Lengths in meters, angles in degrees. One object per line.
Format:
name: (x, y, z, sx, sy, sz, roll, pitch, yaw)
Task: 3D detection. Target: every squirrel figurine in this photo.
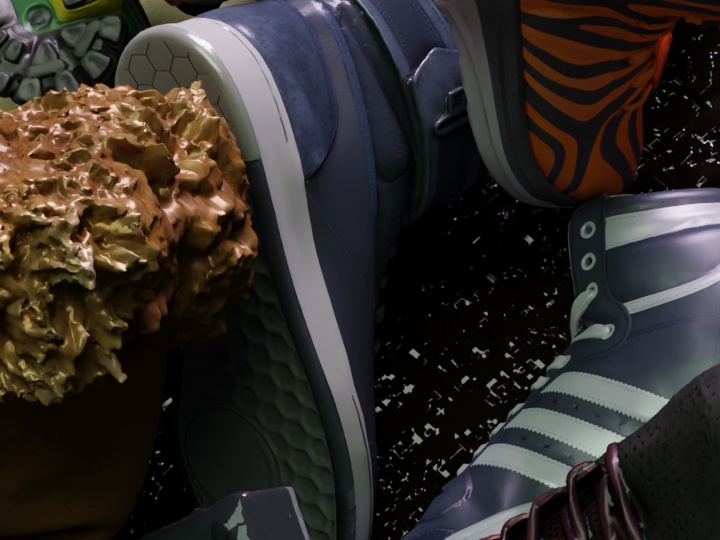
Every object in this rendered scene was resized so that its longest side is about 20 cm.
squirrel figurine: (-0.136, 0.003, 0.793, 0.200, 0.187, 0.142, -31, 62, 34)

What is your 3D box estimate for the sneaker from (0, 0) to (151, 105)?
sneaker: (-0.142, -0.122, 1.002, 0.078, 0.085, 0.200, -36, 69, 2)

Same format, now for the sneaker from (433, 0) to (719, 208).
sneaker: (0.089, -0.078, 0.855, 0.112, 0.200, 0.078, 1, 65, 18)

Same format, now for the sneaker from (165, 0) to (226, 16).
sneaker: (-0.059, -0.125, 0.959, 0.079, 0.095, 0.200, -24, 31, -5)

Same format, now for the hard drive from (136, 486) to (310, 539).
hard drive: (-0.046, 0.179, 0.805, 0.139, 0.033, 0.200, -28, 75, 34)

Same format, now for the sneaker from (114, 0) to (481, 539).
sneaker: (0.001, 0.000, 0.919, 0.077, 0.203, 0.146, 6, 23, 37)

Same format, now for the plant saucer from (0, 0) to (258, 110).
plant saucer: (-0.079, -0.052, 1.017, 0.200, 0.031, 0.200, -6, 60, 10)

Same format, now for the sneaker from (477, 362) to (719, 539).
sneaker: (0.047, 0.095, 0.796, 0.115, 0.200, 0.076, 8, 47, -12)

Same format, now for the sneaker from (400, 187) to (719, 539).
sneaker: (0.068, 0.050, 0.908, 0.200, 0.070, 0.109, -31, 50, 2)
